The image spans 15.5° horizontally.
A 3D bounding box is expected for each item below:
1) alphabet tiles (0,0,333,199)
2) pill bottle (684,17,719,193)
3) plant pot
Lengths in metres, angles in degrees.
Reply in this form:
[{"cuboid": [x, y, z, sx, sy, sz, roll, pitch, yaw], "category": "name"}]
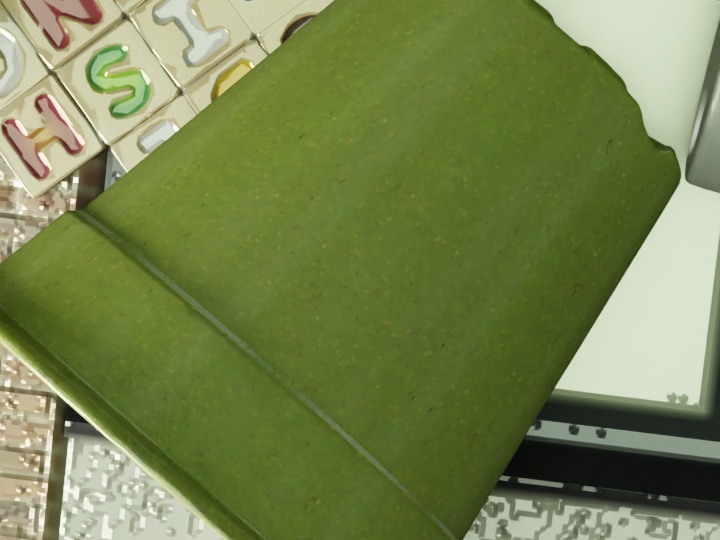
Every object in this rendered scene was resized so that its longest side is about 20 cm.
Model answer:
[{"cuboid": [-0.066, -0.124, 0.934, 0.200, 0.008, 0.167, -36, 91, 7], "category": "alphabet tiles"}, {"cuboid": [0.213, -0.047, 0.858, 0.199, 0.120, 0.120, 14, 96, 3], "category": "pill bottle"}, {"cuboid": [0.000, 0.000, 0.864, 0.200, 0.200, 0.190, 41, 84, 1], "category": "plant pot"}]
